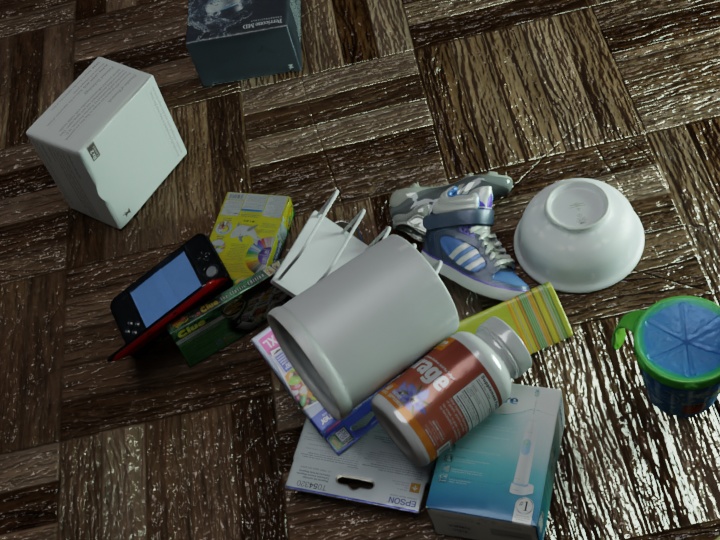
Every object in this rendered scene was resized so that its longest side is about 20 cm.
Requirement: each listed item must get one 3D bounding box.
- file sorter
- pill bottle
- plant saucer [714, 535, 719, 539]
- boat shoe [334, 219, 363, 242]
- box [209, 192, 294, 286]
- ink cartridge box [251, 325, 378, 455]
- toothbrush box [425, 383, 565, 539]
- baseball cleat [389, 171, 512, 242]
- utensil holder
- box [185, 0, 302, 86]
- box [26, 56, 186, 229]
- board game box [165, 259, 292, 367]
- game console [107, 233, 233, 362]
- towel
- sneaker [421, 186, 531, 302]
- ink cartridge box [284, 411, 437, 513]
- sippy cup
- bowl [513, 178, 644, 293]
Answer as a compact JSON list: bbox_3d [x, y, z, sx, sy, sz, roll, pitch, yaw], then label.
[{"bbox_3d":[0.000,0.000,1.581,0.200,0.125,0.139,34,62,-8],"label":"file sorter"},{"bbox_3d":[0.121,0.151,1.399,0.200,0.112,0.112,-37,54,-14],"label":"pill bottle"},{"bbox_3d":[0.503,0.390,1.275,0.200,0.048,0.200,-33,53,-12],"label":"plant saucer"},{"bbox_3d":[-0.036,-0.008,1.683,0.072,0.072,0.201,-2,53,11],"label":"boat shoe"},{"bbox_3d":[-0.188,-0.035,1.757,0.117,0.048,0.200,5,53,16],"label":"box"},{"bbox_3d":[-0.047,0.141,1.503,0.119,0.042,0.200,-36,77,-10],"label":"ink cartridge box"},{"bbox_3d":[0.182,0.252,1.429,0.146,0.085,0.201,5,55,18],"label":"toothbrush box"},{"bbox_3d":[0.148,-0.096,1.723,0.199,0.070,0.107,-9,66,12],"label":"baseball cleat"},{"bbox_3d":[0.004,0.070,1.420,0.200,0.170,0.170,-35,54,-14],"label":"utensil holder"},{"bbox_3d":[-0.218,-0.470,2.047,0.196,0.118,0.201,-9,53,7],"label":"box"},{"bbox_3d":[-0.430,-0.218,1.853,0.130,0.199,0.200,22,61,26],"label":"box"},{"bbox_3d":[-0.191,0.066,1.644,0.200,0.105,0.023,-30,58,-11],"label":"board game box"},{"bbox_3d":[-0.309,0.037,1.653,0.200,0.119,0.173,-36,57,6],"label":"game console"},{"bbox_3d":[0.201,0.093,1.560,0.199,0.018,0.086,-23,89,-4],"label":"towel"},{"bbox_3d":[0.185,-0.049,1.617,0.200,0.080,0.147,26,106,34],"label":"sneaker"},{"bbox_3d":[0.015,0.236,1.509,0.196,0.043,0.201,7,59,18],"label":"ink cartridge box"},{"bbox_3d":[0.431,0.125,1.439,0.139,0.131,0.178,-21,52,-4],"label":"sippy cup"},{"bbox_3d":[0.329,-0.072,1.637,0.200,0.090,0.202,-7,52,9],"label":"bowl"}]
